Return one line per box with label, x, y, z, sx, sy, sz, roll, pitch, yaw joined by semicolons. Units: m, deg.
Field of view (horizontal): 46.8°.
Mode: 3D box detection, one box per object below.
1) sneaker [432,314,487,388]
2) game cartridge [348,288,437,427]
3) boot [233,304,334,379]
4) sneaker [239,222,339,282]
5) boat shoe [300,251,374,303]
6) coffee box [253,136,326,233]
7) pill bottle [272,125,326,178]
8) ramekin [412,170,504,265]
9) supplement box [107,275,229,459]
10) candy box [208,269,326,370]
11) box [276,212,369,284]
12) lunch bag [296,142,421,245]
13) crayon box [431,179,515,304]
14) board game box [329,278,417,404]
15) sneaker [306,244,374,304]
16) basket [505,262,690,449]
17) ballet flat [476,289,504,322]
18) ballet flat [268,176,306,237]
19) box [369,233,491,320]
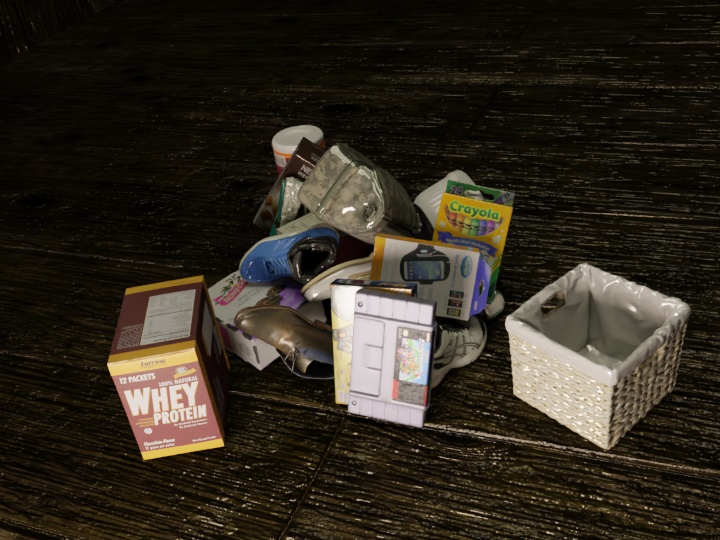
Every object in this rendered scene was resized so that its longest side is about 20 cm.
sneaker;0.142;0.118;1.378;0.075;0.088;0.200;19;41;39
game cartridge;0.048;0.134;1.267;0.129;0.202;0.038;10;18;21
boot;-0.113;0.120;1.389;0.199;0.075;0.097;16;30;-32
sneaker;-0.132;-0.017;1.496;0.198;0.077;0.111;-19;22;7
boat shoe;-0.007;0.020;1.482;0.199;0.075;0.069;-23;78;-12
coffee box;-0.126;-0.160;1.738;0.114;0.200;0.080;29;34;-9
pill bottle;-0.121;-0.205;1.825;0.113;0.201;0.115;-7;33;4
ramekin;0.178;-0.076;1.568;0.104;0.201;0.200;-25;35;-6
supplement box;-0.299;0.153;1.335;0.132;0.199;0.201;-10;32;0
candy box;-0.193;0.077;1.537;0.199;0.072;0.167;23;45;38
box;-0.048;-0.055;1.666;0.199;0.110;0.128;-29;39;-26
lunch bag;0.011;-0.118;1.502;0.168;0.200;0.140;44;100;24
crayon box;0.189;-0.054;1.445;0.125;0.202;0.052;12;-4;8
board game box;0.024;0.117;1.306;0.134;0.202;0.035;4;16;19
sneaker;0.000;0.000;1.590;0.198;0.084;0.121;1;39;2
basket;0.354;0.123;1.247;0.198;0.162;0.199;-31;38;-29
ballet flat;0.162;0.037;1.503;0.199;0.070;0.069;23;44;23
ballet flat;-0.146;-0.092;1.689;0.071;0.201;0.072;13;27;-7
box;0.115;0.012;1.395;0.198;0.120;0.041;9;13;2
